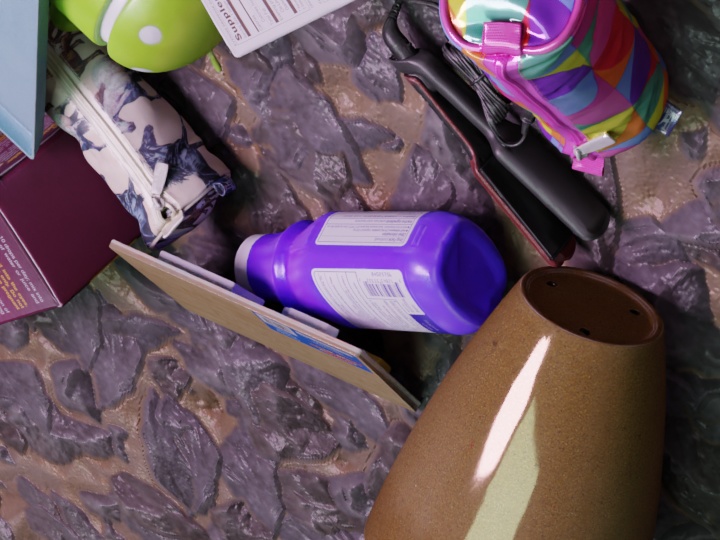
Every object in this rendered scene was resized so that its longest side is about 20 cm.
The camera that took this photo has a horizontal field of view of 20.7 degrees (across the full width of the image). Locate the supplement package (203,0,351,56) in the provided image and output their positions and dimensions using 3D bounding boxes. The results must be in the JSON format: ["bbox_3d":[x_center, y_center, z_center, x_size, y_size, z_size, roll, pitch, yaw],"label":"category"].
[{"bbox_3d":[-0.005,-0.218,1.105,0.199,0.114,0.110,-19,107,45],"label":"supplement package"}]

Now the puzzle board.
[{"bbox_3d":[-0.062,0.035,1.355,0.199,0.018,0.151,23,170,22],"label":"puzzle board"}]

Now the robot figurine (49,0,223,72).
[{"bbox_3d":[-0.152,-0.208,1.234,0.200,0.116,0.176,43,159,5],"label":"robot figurine"}]

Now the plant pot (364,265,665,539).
[{"bbox_3d":[0.117,0.107,1.231,0.185,0.186,0.201,27,119,19],"label":"plant pot"}]

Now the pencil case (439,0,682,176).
[{"bbox_3d":[0.108,-0.117,1.054,0.088,0.089,0.200,18,174,26],"label":"pencil case"}]

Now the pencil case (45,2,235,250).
[{"bbox_3d":[-0.173,-0.109,1.343,0.200,0.078,0.089,50,-179,-3],"label":"pencil case"}]

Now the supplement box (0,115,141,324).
[{"bbox_3d":[-0.264,-0.031,1.440,0.199,0.131,0.104,-15,112,43],"label":"supplement box"}]

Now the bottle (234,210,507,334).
[{"bbox_3d":[0.000,0.000,1.297,0.199,0.066,0.084,1,145,45],"label":"bottle"}]

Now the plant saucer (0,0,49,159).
[{"bbox_3d":[-0.226,-0.150,1.264,0.070,0.019,0.200,42,153,13],"label":"plant saucer"}]

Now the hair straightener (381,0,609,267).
[{"bbox_3d":[0.085,-0.099,1.195,0.201,0.041,0.077,53,136,-1],"label":"hair straightener"}]
